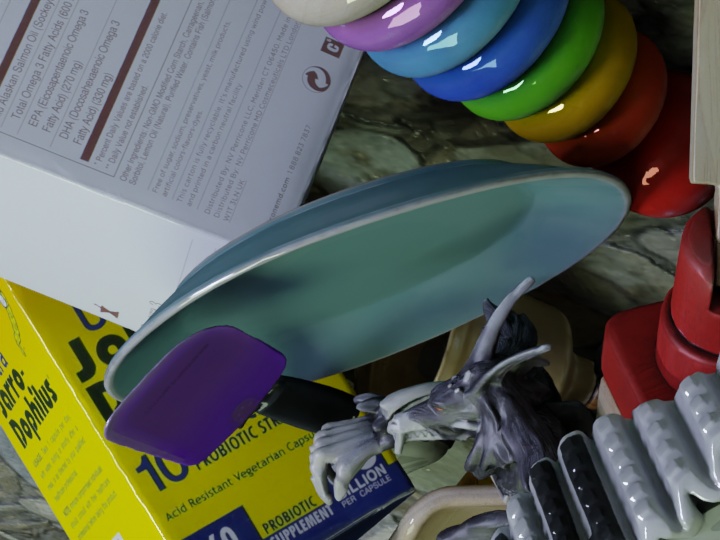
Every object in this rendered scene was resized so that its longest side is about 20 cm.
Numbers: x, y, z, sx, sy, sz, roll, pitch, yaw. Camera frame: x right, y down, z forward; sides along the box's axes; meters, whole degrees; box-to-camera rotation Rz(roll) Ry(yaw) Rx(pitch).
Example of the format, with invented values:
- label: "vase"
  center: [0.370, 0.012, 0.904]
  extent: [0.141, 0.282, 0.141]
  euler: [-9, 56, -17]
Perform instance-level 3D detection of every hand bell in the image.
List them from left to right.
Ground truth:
- label: "hand bell"
  center: [0.108, 0.052, 1.169]
  extent: [0.200, 0.104, 0.104]
  euler: [17, 157, -20]

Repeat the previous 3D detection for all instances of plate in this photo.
- label: "plate"
  center: [0.000, 0.000, 0.961]
  extent: [0.200, 0.026, 0.200]
  euler: [-20, 165, -5]

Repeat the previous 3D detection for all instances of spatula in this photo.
- label: "spatula"
  center: [-0.035, 0.048, 0.990]
  extent: [0.021, 0.057, 0.200]
  euler: [44, -171, 15]

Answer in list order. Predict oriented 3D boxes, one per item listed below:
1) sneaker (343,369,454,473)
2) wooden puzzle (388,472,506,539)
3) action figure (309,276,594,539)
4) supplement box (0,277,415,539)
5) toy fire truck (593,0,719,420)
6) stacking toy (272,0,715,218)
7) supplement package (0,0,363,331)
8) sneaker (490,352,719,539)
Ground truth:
- label: "sneaker"
  center: [-0.013, 0.110, 1.267]
  extent: [0.076, 0.115, 0.200]
  euler: [25, 168, -8]
- label: "wooden puzzle"
  center: [0.105, 0.108, 1.212]
  extent: [0.200, 0.037, 0.185]
  euler: [-6, 167, -7]
- label: "action figure"
  center: [0.041, 0.095, 1.004]
  extent: [0.102, 0.119, 0.200]
  euler: [-15, 132, -6]
- label: "supplement box"
  center: [-0.086, 0.048, 1.144]
  extent: [0.200, 0.109, 0.110]
  euler: [57, 154, 8]
- label: "toy fire truck"
  center: [0.171, -0.013, 0.930]
  extent: [0.176, 0.129, 0.200]
  euler: [-13, 140, -11]
- label: "stacking toy"
  center: [0.061, -0.077, 0.937]
  extent: [0.200, 0.085, 0.085]
  euler: [34, 152, -35]
- label: "supplement package"
  center: [-0.113, -0.065, 1.041]
  extent: [0.200, 0.117, 0.117]
  euler: [22, 156, -1]
- label: "sneaker"
  center: [0.122, 0.071, 0.876]
  extent: [0.200, 0.075, 0.081]
  euler: [-40, 119, 20]
